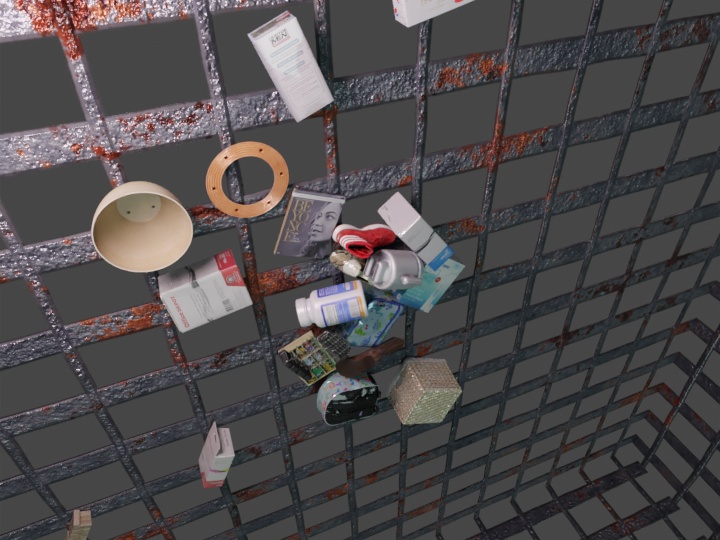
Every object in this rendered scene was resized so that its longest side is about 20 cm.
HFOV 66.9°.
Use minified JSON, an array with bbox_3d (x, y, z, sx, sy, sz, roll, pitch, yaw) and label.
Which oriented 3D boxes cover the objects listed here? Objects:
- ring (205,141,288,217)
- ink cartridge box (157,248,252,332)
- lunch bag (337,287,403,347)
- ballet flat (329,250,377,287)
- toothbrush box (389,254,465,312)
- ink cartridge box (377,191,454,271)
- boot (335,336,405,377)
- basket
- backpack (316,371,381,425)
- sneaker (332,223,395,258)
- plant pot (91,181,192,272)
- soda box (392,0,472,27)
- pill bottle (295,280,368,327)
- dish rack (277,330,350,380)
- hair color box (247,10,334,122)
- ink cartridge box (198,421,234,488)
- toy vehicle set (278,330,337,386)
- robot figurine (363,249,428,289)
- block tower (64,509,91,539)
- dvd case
[{"bbox_3d":[-0.271,-0.217,1.309,0.200,0.019,0.201,-15,131,-18],"label":"ring"},{"bbox_3d":[-0.401,0.053,1.413,0.199,0.083,0.147,-22,133,-11],"label":"ink cartridge box"},{"bbox_3d":[0.035,0.152,1.729,0.160,0.083,0.200,15,119,-39],"label":"lunch bag"},{"bbox_3d":[0.000,0.000,1.589,0.200,0.075,0.068,27,109,-40],"label":"ballet flat"},{"bbox_3d":[0.206,0.018,1.707,0.146,0.085,0.200,22,112,-38],"label":"toothbrush box"},{"bbox_3d":[0.157,-0.109,1.535,0.084,0.145,0.200,-43,134,8],"label":"ink cartridge box"},{"bbox_3d":[0.037,0.283,1.831,0.186,0.064,0.200,-19,-176,36],"label":"boot"},{"bbox_3d":[0.231,0.446,2.015,0.199,0.161,0.199,8,123,-30],"label":"basket"},{"bbox_3d":[-0.051,0.430,1.857,0.199,0.151,0.178,-12,128,-29],"label":"backpack"},{"bbox_3d":[0.029,-0.071,1.515,0.199,0.116,0.079,-5,128,-29],"label":"sneaker"},{"bbox_3d":[-0.481,-0.117,1.198,0.199,0.135,0.201,-14,131,-17],"label":"plant pot"},{"bbox_3d":[0.172,-0.609,1.196,0.199,0.064,0.068,-26,134,-8],"label":"soda box"},{"bbox_3d":[-0.083,0.103,1.592,0.199,0.112,0.112,-13,132,1],"label":"pill bottle"},{"bbox_3d":[-0.135,0.257,1.694,0.200,0.055,0.153,-35,135,8],"label":"dish rack"},{"bbox_3d":[-0.146,-0.434,1.171,0.099,0.061,0.200,-32,135,-2],"label":"hair color box"},{"bbox_3d":[-0.471,0.605,1.800,0.067,0.117,0.201,7,123,-31],"label":"ink cartridge box"},{"bbox_3d":[-0.165,0.288,1.768,0.124,0.027,0.200,-33,134,0],"label":"toy vehicle set"},{"bbox_3d":[0.103,-0.002,1.564,0.199,0.170,0.113,1,119,-41],"label":"robot figurine"},{"bbox_3d":[-0.945,0.881,1.816,0.058,0.054,0.201,8,122,-33],"label":"block tower"},{"bbox_3d":[-0.136,-0.122,1.459,0.148,0.016,0.201,4,123,-30],"label":"dvd case"}]
